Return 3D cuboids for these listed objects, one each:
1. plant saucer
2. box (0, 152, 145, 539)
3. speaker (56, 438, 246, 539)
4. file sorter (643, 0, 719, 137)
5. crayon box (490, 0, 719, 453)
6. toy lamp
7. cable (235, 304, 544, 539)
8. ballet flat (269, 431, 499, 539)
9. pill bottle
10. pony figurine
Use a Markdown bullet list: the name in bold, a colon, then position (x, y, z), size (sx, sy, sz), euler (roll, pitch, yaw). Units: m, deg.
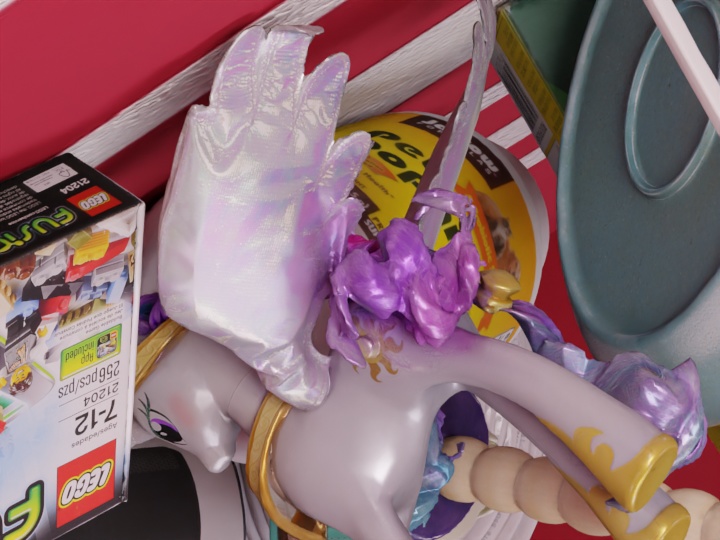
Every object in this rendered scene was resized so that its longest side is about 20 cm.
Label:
- **plant saucer**: position (0.107, -0.051, 0.876), size (0.027, 0.201, 0.200), euler (11, 160, -20)
- **box**: position (-0.145, 0.052, 0.771), size (0.200, 0.035, 0.110), euler (-27, 136, -38)
- **speaker**: position (-0.148, 0.100, 1.032), size (0.199, 0.082, 0.081), euler (-4, 164, -27)
- **file sorter**: position (0.156, -0.117, 0.591), size (0.200, 0.125, 0.139), euler (-28, 177, -30)
- **crayon box**: position (0.120, -0.016, 1.073), size (0.051, 0.201, 0.127), euler (-29, 177, -2)
- **toy lamp**: position (0.065, 0.070, 0.907), size (0.199, 0.058, 0.058), euler (9, -156, 39)
- **cable**: position (0.003, 0.062, 1.240), size (0.069, 0.201, 0.200), euler (2, -178, 42)
- **ballet flat**: position (0.019, 0.084, 1.099), size (0.067, 0.068, 0.200), euler (-3, -169, 13)
- **pill bottle**: position (0.000, 0.000, 1.077), size (0.109, 0.110, 0.200), euler (-31, 176, 28)
- **pony figurine**: position (0.007, 0.024, 0.846), size (0.166, 0.200, 0.194), euler (-12, 133, -56)
